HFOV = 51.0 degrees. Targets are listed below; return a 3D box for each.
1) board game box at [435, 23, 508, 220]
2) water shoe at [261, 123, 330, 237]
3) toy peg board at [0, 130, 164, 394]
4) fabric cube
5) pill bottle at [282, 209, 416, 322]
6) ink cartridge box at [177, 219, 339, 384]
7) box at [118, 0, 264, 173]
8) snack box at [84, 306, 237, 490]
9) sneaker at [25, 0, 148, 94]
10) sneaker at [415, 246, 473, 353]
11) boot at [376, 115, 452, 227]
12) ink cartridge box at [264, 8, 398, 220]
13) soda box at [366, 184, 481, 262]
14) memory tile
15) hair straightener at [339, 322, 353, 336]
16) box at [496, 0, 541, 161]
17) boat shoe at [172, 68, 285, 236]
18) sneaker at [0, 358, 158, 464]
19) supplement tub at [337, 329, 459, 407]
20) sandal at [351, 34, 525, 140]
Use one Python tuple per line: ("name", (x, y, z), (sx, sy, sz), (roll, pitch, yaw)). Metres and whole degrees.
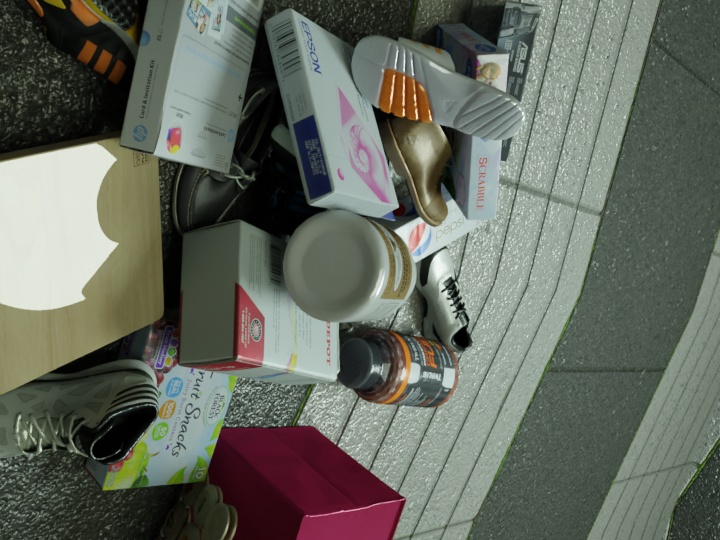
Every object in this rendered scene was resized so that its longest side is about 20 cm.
("board game box", (0.134, -0.196, 0.970), (0.040, 0.200, 0.203), (-4, 117, -7))
("water shoe", (-0.074, -0.084, 0.859), (0.079, 0.071, 0.200), (-43, 157, -9))
("toy peg board", (-0.293, -0.026, 0.705), (0.199, 0.097, 0.203), (-30, 131, -53))
("fabric cube", (-0.097, 0.341, 0.989), (0.199, 0.198, 0.199), (11, 103, -47))
("pill bottle", (0.000, 0.000, 0.854), (0.116, 0.113, 0.200), (-67, 163, 4))
("ink cartridge box", (-0.108, 0.046, 0.853), (0.199, 0.082, 0.148), (27, 58, -58))
("box", (-0.151, -0.202, 0.715), (0.156, 0.041, 0.203), (-5, 107, -75))
("snack box", (-0.220, 0.147, 0.876), (0.141, 0.053, 0.203), (10, 102, -49))
("sneaker", (-0.234, -0.213, 0.683), (0.200, 0.089, 0.071), (64, 27, -66))
("sneaker", (0.137, 0.043, 1.171), (0.073, 0.080, 0.202), (-35, 129, -26))
("boot", (0.088, -0.124, 0.945), (0.075, 0.074, 0.200), (-22, 145, 10))
("ink cartridge box", (-0.015, -0.161, 0.829), (0.199, 0.043, 0.199), (2, 71, -61))
("soda box", (0.085, -0.067, 1.074), (0.199, 0.063, 0.069), (-29, 127, -34))
("memory tile", (-0.220, 0.350, 0.906), (0.017, 0.153, 0.202), (29, 88, -33))
("hair straightener", (-0.083, 0.080, 0.992), (0.198, 0.041, 0.078), (-10, 116, -42))
("box", (0.205, -0.265, 1.050), (0.158, 0.049, 0.203), (-55, 156, -70))
("boat shoe", (-0.140, -0.122, 0.817), (0.072, 0.062, 0.202), (26, 90, -48))
("sneaker", (-0.291, 0.146, 0.727), (0.198, 0.115, 0.077), (-16, 109, -18))
("supplement tub", (0.053, 0.146, 1.114), (0.199, 0.106, 0.108), (15, 99, -48))
("sandal", (0.086, -0.206, 0.845), (0.204, 0.060, 0.080), (21, 132, -10))
